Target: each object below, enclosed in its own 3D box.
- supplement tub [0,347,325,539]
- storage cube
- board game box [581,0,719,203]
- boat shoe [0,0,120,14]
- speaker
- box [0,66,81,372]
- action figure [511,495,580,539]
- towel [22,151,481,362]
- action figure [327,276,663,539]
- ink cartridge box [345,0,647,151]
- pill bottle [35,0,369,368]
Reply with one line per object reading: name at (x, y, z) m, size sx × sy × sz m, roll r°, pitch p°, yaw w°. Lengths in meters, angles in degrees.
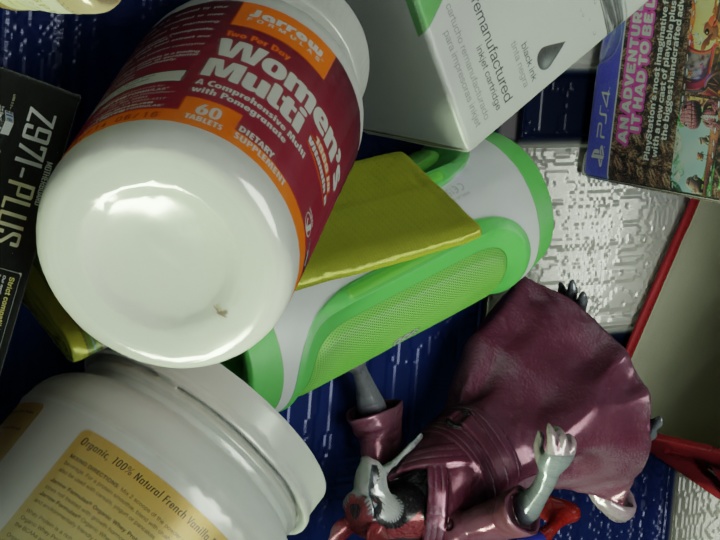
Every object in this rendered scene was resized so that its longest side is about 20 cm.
supplement tub at (-0.120, 0.136, 1.111) m, size 0.200 × 0.144 × 0.145 m, roll -51°, pitch 128°, yaw -21°
storage cube at (0.274, 0.056, 1.435) m, size 0.180 × 0.171 × 0.201 m, roll 33°, pitch 77°, yaw -43°
board game box at (0.228, -0.112, 1.334) m, size 0.097 × 0.199 × 0.160 m, roll 0°, pitch 100°, yaw -43°
boat shoe at (-0.115, -0.198, 0.978) m, size 0.072 × 0.065 × 0.201 m, roll -12°, pitch 107°, yaw -48°
speaker at (0.000, 0.000, 1.230) m, size 0.200 × 0.088 × 0.089 m, roll -27°, pitch 117°, yaw -35°
box at (-0.223, -0.003, 1.026) m, size 0.163 × 0.086 × 0.201 m, roll 17°, pitch 88°, yaw -43°
action figure at (0.034, 0.175, 1.325) m, size 0.200 × 0.099 × 0.066 m, roll -31°, pitch 118°, yaw -59°
towel at (-0.052, -0.007, 1.146) m, size 0.199 × 0.086 × 0.018 m, roll -16°, pitch 125°, yaw -20°
action figure at (0.052, 0.092, 1.309) m, size 0.200 × 0.134 × 0.149 m, roll -34°, pitch 150°, yaw -31°
ink cartridge box at (0.068, -0.175, 1.253) m, size 0.200 × 0.084 × 0.146 m, roll -41°, pitch 124°, yaw -29°
pill bottle at (-0.059, -0.052, 1.096) m, size 0.200 × 0.109 × 0.110 m, roll -67°, pitch 145°, yaw -58°
